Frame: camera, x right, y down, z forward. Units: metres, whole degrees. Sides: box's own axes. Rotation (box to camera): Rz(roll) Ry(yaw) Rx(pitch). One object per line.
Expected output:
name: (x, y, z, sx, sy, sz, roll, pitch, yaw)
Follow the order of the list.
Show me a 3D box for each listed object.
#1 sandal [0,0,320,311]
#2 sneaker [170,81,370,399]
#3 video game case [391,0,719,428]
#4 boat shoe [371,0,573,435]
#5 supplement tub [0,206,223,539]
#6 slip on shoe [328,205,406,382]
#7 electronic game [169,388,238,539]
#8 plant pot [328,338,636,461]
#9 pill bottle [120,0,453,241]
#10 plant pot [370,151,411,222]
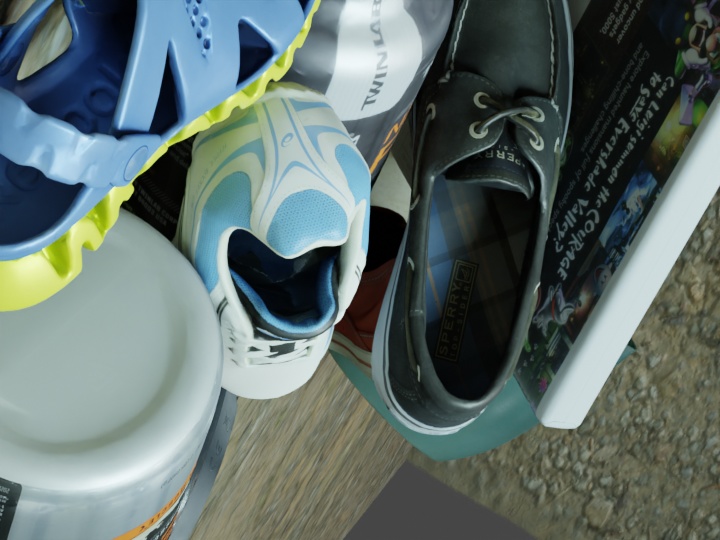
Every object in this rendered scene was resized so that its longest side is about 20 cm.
sandal: (-0.073, -0.078, 0.949, 0.200, 0.079, 0.087, -55, 170, -23)
sneaker: (-0.034, 0.006, 1.065, 0.200, 0.071, 0.073, 98, -18, -64)
video game case: (0.089, -0.070, 1.171, 0.201, 0.023, 0.182, -62, -144, 30)
boat shoe: (0.049, -0.036, 1.122, 0.057, 0.068, 0.201, 162, -62, -74)
supplement tub: (-0.123, 0.068, 1.071, 0.123, 0.122, 0.200, -52, 173, -30)
slip on shoe: (0.000, 0.000, 1.233, 0.200, 0.074, 0.062, -155, -123, -65)
electronic game: (-0.112, 0.086, 1.310, 0.200, 0.041, 0.201, -49, -155, 32)
plant pot: (0.071, 0.037, 2.084, 0.161, 0.201, 0.201, -43, 175, 7)
pill bottle: (-0.029, -0.082, 1.104, 0.106, 0.106, 0.200, -51, 172, -40)
plant pot: (0.043, -0.081, 1.387, 0.200, 0.199, 0.184, 88, 25, -79)
